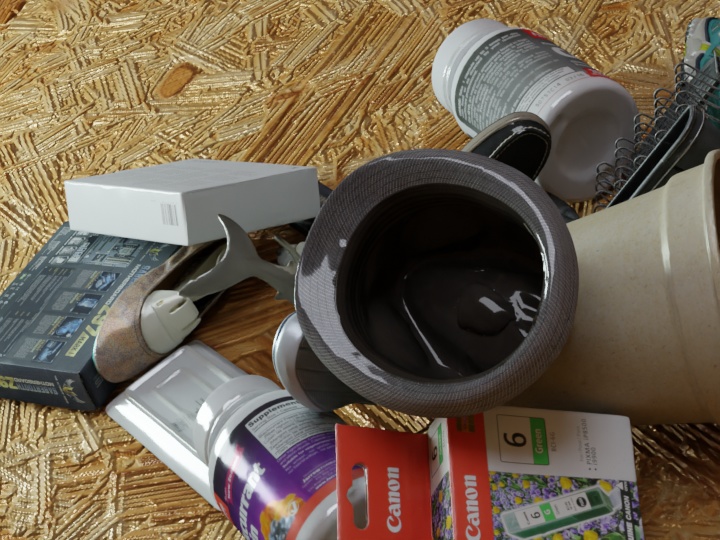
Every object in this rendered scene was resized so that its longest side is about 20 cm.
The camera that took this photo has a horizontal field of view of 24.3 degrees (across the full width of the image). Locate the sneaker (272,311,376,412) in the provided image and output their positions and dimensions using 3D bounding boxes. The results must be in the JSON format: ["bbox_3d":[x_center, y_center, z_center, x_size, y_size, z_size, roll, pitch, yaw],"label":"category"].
[{"bbox_3d":[-0.032,0.063,1.224,0.070,0.200,0.074,20,85,21],"label":"sneaker"}]

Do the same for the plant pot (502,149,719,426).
[{"bbox_3d":[0.189,0.034,1.190,0.182,0.201,0.201,-13,36,22],"label":"plant pot"}]

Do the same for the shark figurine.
[{"bbox_3d":[-0.060,0.026,1.401,0.127,0.214,0.090,31,98,15],"label":"shark figurine"}]

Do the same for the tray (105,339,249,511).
[{"bbox_3d":[-0.128,0.118,1.382,0.107,0.022,0.199,-38,39,-19],"label":"tray"}]

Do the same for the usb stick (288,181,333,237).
[{"bbox_3d":[-0.025,-0.044,1.527,0.055,0.033,0.200,-35,37,-16],"label":"usb stick"}]

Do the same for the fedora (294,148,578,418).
[{"bbox_3d":[0.063,0.016,1.123,0.198,0.090,0.179,13,80,30],"label":"fedora"}]

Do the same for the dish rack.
[{"bbox_3d":[0.238,-0.095,1.338,0.154,0.054,0.201,-53,12,31],"label":"dish rack"}]

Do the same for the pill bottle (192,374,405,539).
[{"bbox_3d":[-0.043,0.156,1.213,0.111,0.112,0.200,-33,37,-15],"label":"pill bottle"}]

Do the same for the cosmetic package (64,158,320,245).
[{"bbox_3d":[-0.155,-0.066,1.529,0.150,0.052,0.199,-16,15,-38],"label":"cosmetic package"}]

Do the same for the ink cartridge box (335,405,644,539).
[{"bbox_3d":[0.085,0.147,1.107,0.198,0.050,0.110,6,58,-14],"label":"ink cartridge box"}]

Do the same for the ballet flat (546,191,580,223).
[{"bbox_3d":[0.155,-0.012,1.359,0.056,0.067,0.200,5,29,-27],"label":"ballet flat"}]

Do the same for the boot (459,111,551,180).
[{"bbox_3d":[0.102,-0.015,1.341,0.200,0.073,0.151,-48,35,19],"label":"boot"}]

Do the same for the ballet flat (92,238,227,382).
[{"bbox_3d":[-0.159,0.023,1.468,0.067,0.068,0.200,-6,34,39],"label":"ballet flat"}]

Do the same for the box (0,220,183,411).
[{"bbox_3d":[-0.255,0.037,1.527,0.156,0.051,0.201,3,42,31],"label":"box"}]

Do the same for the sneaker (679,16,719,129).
[{"bbox_3d":[0.322,-0.165,1.471,0.079,0.078,0.201,2,41,15],"label":"sneaker"}]

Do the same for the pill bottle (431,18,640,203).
[{"bbox_3d":[0.152,-0.151,1.502,0.113,0.115,0.200,-30,37,-12],"label":"pill bottle"}]
